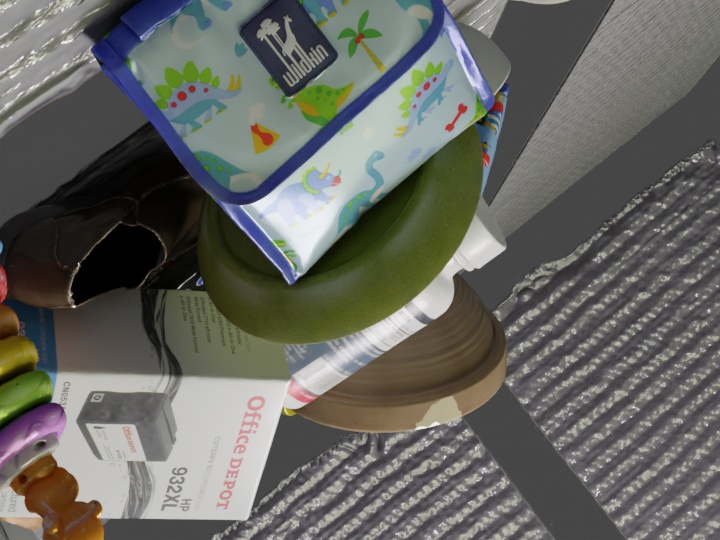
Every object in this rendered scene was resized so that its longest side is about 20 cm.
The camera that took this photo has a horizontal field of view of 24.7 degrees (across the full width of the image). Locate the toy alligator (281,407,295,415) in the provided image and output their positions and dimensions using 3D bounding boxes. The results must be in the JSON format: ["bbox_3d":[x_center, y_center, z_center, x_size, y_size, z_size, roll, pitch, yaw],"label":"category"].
[{"bbox_3d":[-0.107,0.109,1.349,0.199,0.059,0.055,-33,130,-42],"label":"toy alligator"}]

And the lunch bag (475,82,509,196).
[{"bbox_3d":[0.066,-0.065,1.439,0.200,0.093,0.152,79,27,-70],"label":"lunch bag"}]

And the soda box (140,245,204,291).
[{"bbox_3d":[-0.154,-0.001,1.222,0.199,0.064,0.071,-39,172,5],"label":"soda box"}]

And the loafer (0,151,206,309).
[{"bbox_3d":[-0.147,-0.016,1.055,0.199,0.071,0.074,-31,138,-46],"label":"loafer"}]

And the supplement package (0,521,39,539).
[{"bbox_3d":[-0.354,0.213,1.301,0.117,0.117,0.200,-39,173,0],"label":"supplement package"}]

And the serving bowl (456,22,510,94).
[{"bbox_3d":[0.009,-0.122,1.188,0.199,0.066,0.200,-32,-163,11],"label":"serving bowl"}]

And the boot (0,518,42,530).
[{"bbox_3d":[-0.182,0.133,1.225,0.200,0.069,0.188,-45,148,15],"label":"boot"}]

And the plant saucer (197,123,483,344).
[{"bbox_3d":[-0.021,-0.050,1.016,0.199,0.200,0.031,-39,138,1],"label":"plant saucer"}]

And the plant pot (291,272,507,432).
[{"bbox_3d":[0.020,0.038,1.319,0.200,0.199,0.094,-32,131,-43],"label":"plant pot"}]

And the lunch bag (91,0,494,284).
[{"bbox_3d":[-0.037,-0.115,0.914,0.170,0.128,0.200,-41,143,-3],"label":"lunch bag"}]

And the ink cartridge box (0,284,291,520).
[{"bbox_3d":[-0.159,0.090,1.091,0.197,0.084,0.146,3,131,-19],"label":"ink cartridge box"}]

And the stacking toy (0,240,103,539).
[{"bbox_3d":[-0.208,0.082,0.927,0.116,0.201,0.110,-40,172,8],"label":"stacking toy"}]

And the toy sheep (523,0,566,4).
[{"bbox_3d":[0.119,-0.227,0.985,0.200,0.138,0.138,-39,175,-44],"label":"toy sheep"}]

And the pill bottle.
[{"bbox_3d":[0.000,0.000,1.196,0.199,0.120,0.120,-34,174,11],"label":"pill bottle"}]
